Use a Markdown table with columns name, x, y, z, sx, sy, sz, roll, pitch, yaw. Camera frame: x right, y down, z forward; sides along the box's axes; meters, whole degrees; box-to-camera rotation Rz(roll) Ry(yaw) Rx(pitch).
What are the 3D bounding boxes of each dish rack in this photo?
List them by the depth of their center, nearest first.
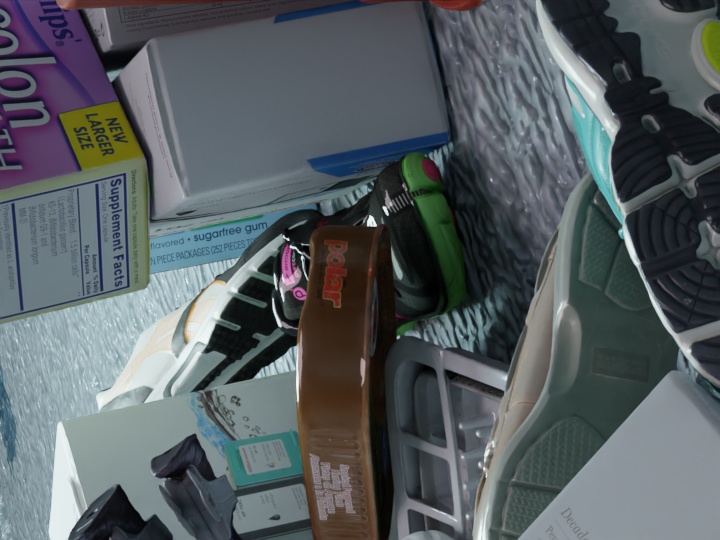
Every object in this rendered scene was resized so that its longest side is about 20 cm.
| name | x | y | z | sx | sy | sz | roll | pitch | yaw |
| --- | --- | --- | --- | --- | --- | --- | --- | --- | --- |
| dish rack | 0.083 | 0.121 | 0.893 | 0.200 | 0.043 | 0.173 | 19 | 118 | 59 |

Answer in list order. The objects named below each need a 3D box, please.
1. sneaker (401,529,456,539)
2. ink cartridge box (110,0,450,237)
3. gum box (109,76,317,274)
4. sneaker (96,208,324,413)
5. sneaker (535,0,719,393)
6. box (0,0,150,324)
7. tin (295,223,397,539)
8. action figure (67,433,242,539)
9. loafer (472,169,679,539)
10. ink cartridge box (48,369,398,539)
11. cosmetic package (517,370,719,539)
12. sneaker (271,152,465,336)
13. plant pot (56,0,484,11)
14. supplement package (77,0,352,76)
| name | x | y | z | sx | sy | sz | roll | pitch | yaw |
| --- | --- | --- | --- | --- | --- | --- | --- | --- | --- |
| sneaker | 0.046 | 0.177 | 0.859 | 0.200 | 0.080 | 0.071 | 24 | 121 | 54 |
| ink cartridge box | -0.056 | -0.078 | 1.073 | 0.200 | 0.146 | 0.086 | 156 | 100 | -72 |
| gum box | -0.122 | -0.102 | 1.224 | 0.045 | 0.169 | 0.201 | -165 | 65 | -71 |
| sneaker | -0.092 | 0.036 | 1.221 | 0.074 | 0.200 | 0.080 | 34 | -170 | -45 |
| sneaker | 0.119 | -0.033 | 0.715 | 0.080 | 0.077 | 0.201 | 78 | 177 | -51 |
| box | -0.229 | -0.060 | 1.046 | 0.097 | 0.199 | 0.176 | 96 | 154 | -46 |
| tin | -0.005 | 0.062 | 0.978 | 0.200 | 0.042 | 0.112 | 86 | -175 | -51 |
| action figure | -0.057 | 0.184 | 1.006 | 0.200 | 0.130 | 0.069 | 52 | -176 | -9 |
| loafer | 0.084 | 0.058 | 0.775 | 0.063 | 0.072 | 0.201 | 141 | 145 | -71 |
| ink cartridge box | -0.064 | 0.159 | 1.147 | 0.147 | 0.199 | 0.147 | 107 | 147 | -56 |
| cosmetic package | 0.084 | 0.141 | 0.680 | 0.200 | 0.102 | 0.074 | -50 | 40 | 11 |
| sneaker | 0.000 | 0.000 | 1.048 | 0.200 | 0.083 | 0.077 | 123 | 132 | -65 |
| plant pot | -0.055 | -0.205 | 0.916 | 0.201 | 0.194 | 0.202 | 170 | 90 | -72 |
| supplement package | -0.098 | -0.222 | 1.110 | 0.152 | 0.150 | 0.201 | 173 | 86 | -73 |
